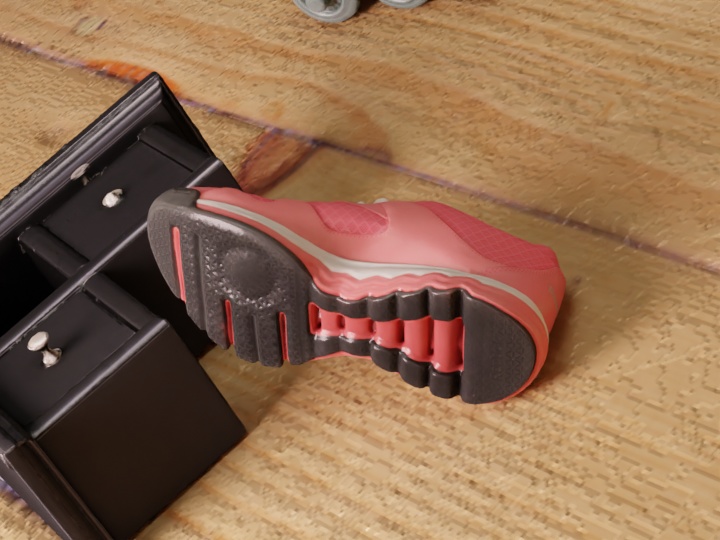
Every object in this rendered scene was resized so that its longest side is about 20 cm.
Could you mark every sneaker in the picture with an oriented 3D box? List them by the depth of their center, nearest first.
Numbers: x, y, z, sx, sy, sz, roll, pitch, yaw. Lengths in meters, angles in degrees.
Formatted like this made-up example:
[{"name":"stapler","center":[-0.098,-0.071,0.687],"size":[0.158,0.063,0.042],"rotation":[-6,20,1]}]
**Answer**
[{"name":"sneaker","center":[0.000,0.000,1.116],"size":[0.199,0.074,0.087],"rotation":[17,37,17]}]

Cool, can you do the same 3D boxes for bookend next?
[{"name":"bookend","center":[-0.113,0.021,1.199],"size":[0.199,0.092,0.200],"rotation":[-41,33,-11]}]

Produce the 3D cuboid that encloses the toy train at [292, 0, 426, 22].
[{"name":"toy train","center":[0.015,-0.209,1.370],"size":[0.199,0.114,0.085],"rotation":[-5,41,39]}]
